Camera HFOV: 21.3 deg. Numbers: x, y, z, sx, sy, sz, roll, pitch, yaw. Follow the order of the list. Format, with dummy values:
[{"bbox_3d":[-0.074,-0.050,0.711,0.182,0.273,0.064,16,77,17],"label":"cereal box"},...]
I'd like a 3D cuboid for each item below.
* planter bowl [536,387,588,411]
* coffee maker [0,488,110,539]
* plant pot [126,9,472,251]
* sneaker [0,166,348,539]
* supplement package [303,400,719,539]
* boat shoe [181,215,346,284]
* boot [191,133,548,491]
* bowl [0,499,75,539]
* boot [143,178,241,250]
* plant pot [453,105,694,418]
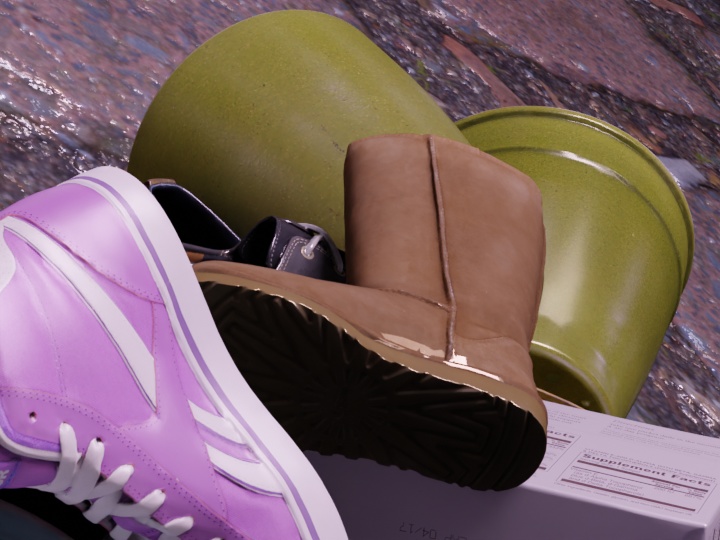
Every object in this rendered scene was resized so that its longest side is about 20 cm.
[{"bbox_3d":[0.045,0.117,0.996,0.200,0.200,0.083,27,70,-25],"label":"planter bowl"},{"bbox_3d":[-0.174,0.031,0.723,0.200,0.192,0.135,23,47,-29],"label":"coffee maker"},{"bbox_3d":[0.001,-0.022,1.039,0.187,0.187,0.200,15,15,-42],"label":"plant pot"},{"bbox_3d":[-0.085,0.074,0.658,0.114,0.073,0.201,-35,95,-47],"label":"sneaker"},{"bbox_3d":[0.055,0.142,0.835,0.200,0.156,0.111,12,17,21],"label":"supplement package"},{"bbox_3d":[-0.028,0.009,0.874,0.200,0.068,0.072,-2,9,-29],"label":"boat shoe"},{"bbox_3d":[0.000,0.000,0.815,0.175,0.066,0.200,24,30,-13],"label":"boot"},{"bbox_3d":[-0.139,0.146,0.636,0.201,0.105,0.201,32,15,-10],"label":"bowl"},{"bbox_3d":[-0.077,0.046,0.975,0.200,0.097,0.075,48,35,21],"label":"boot"},{"bbox_3d":[0.099,0.035,1.165,0.200,0.200,0.193,33,36,-12],"label":"plant pot"}]
